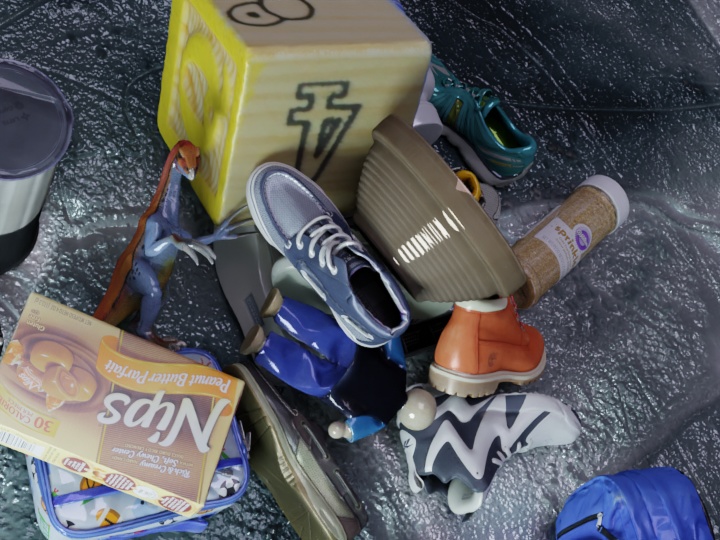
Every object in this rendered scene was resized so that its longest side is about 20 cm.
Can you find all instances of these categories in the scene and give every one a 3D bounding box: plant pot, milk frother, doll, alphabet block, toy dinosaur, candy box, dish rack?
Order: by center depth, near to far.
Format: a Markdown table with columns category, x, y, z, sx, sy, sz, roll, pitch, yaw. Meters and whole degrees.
| category | x | y | z | sx | sy | sz | roll | pitch | yaw |
| --- | --- | --- | --- | --- | --- | --- | --- | --- | --- |
| candy box | -0.208 | 0.114 | 1.010 | 0.198 | 0.055 | 0.117 | 25 | 61 | -14 |
| milk frother | -0.329 | -0.039 | 1.039 | 0.179 | 0.188 | 0.201 | -25 | 77 | -32 |
| toy dinosaur | -0.187 | -0.020 | 1.075 | 0.197 | 0.105 | 0.185 | -6 | 93 | -5 |
| plant pot | 0.057 | -0.038 | 1.113 | 0.092 | 0.201 | 0.202 | -39 | 84 | -2 |
| doll | -0.009 | 0.090 | 1.138 | 0.199 | 0.048 | 0.138 | 32 | 70 | -14 |
| alphabet block | -0.072 | -0.181 | 1.196 | 0.197 | 0.199 | 0.196 | -7 | 39 | -27 |
| dish rack | 0.006 | 0.006 | 1.258 | 0.152 | 0.055 | 0.202 | -14 | 71 | -31 |

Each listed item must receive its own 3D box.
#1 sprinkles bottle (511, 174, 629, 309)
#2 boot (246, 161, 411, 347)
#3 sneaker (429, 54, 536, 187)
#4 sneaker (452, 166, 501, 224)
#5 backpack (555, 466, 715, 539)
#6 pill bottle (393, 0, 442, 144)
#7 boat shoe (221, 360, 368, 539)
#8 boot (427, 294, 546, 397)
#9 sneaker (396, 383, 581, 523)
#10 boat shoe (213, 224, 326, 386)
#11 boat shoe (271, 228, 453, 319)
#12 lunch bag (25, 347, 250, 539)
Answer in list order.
| category | x | y | z | sx | sy | sz | roll | pitch | yaw |
| --- | --- | --- | --- | --- | --- | --- | --- | --- | --- |
| sprinkles bottle | 0.229 | -0.034 | 1.376 | 0.068 | 0.068 | 0.199 | 49 | 56 | 5 |
| boot | -0.025 | -0.021 | 1.081 | 0.073 | 0.090 | 0.201 | -40 | 92 | -15 |
| sneaker | 0.128 | -0.190 | 1.400 | 0.200 | 0.080 | 0.078 | 44 | 55 | 2 |
| sneaker | 0.110 | -0.068 | 1.303 | 0.078 | 0.082 | 0.199 | 54 | 28 | 9 |
| backpack | 0.266 | 0.295 | 1.167 | 0.165 | 0.163 | 0.203 | 1 | 66 | -24 |
| pill bottle | 0.017 | -0.228 | 1.347 | 0.111 | 0.112 | 0.202 | -13 | 70 | -30 |
| boat shoe | -0.062 | 0.170 | 1.135 | 0.066 | 0.072 | 0.202 | -28 | 84 | -39 |
| boot | 0.143 | 0.061 | 1.231 | 0.199 | 0.074 | 0.109 | -7 | 109 | -59 |
| sneaker | 0.131 | 0.191 | 1.207 | 0.196 | 0.080 | 0.131 | 11 | 62 | -20 |
| boat shoe | -0.086 | 0.018 | 1.203 | 0.068 | 0.072 | 0.202 | 0 | 57 | -49 |
| boat shoe | 0.001 | 0.000 | 1.192 | 0.198 | 0.070 | 0.072 | 9 | 52 | -27 |
| lunch bag | -0.196 | 0.159 | 1.072 | 0.197 | 0.076 | 0.162 | -8 | 71 | -27 |
